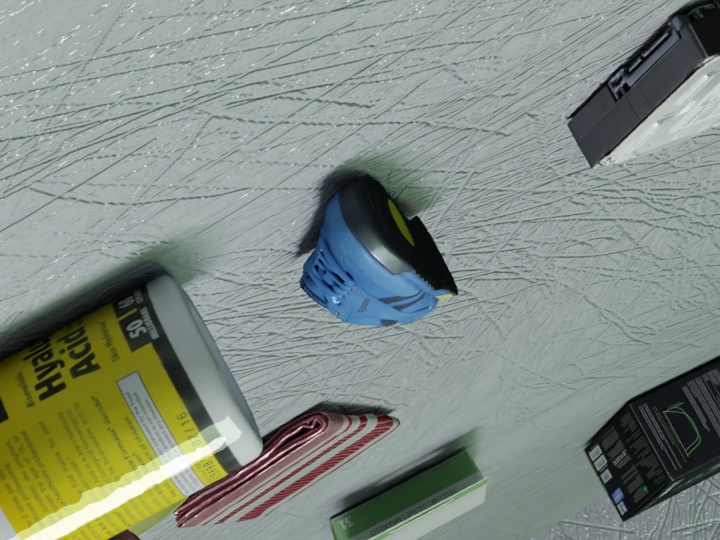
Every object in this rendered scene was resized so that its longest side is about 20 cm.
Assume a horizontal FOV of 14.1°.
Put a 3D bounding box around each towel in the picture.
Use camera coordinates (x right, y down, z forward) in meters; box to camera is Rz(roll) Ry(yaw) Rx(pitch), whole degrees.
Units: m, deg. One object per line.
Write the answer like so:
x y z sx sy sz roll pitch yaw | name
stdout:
-0.055 0.148 2.220 0.144 0.023 0.200 -33 169 12 | towel

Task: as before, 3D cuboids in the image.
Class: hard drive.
0.231 -0.127 1.687 0.200 0.038 0.140 -19 165 -34 | hard drive

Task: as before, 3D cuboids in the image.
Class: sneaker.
0.000 0.000 1.628 0.078 0.066 0.200 -26 168 6 | sneaker

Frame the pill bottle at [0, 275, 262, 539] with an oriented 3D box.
-0.162 0.095 1.544 0.200 0.112 0.111 -29 168 0 | pill bottle

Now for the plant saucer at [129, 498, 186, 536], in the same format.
-0.208 0.178 1.975 0.200 0.031 0.200 -27 167 -7 | plant saucer

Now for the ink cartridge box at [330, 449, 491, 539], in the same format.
0.045 0.214 2.650 0.145 0.048 0.200 -27 168 -5 | ink cartridge box

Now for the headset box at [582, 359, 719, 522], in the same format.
0.357 0.161 3.021 0.200 0.093 0.174 -25 168 -20 | headset box

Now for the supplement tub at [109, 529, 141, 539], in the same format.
-0.213 0.238 1.826 0.107 0.107 0.200 -38 174 39 | supplement tub
